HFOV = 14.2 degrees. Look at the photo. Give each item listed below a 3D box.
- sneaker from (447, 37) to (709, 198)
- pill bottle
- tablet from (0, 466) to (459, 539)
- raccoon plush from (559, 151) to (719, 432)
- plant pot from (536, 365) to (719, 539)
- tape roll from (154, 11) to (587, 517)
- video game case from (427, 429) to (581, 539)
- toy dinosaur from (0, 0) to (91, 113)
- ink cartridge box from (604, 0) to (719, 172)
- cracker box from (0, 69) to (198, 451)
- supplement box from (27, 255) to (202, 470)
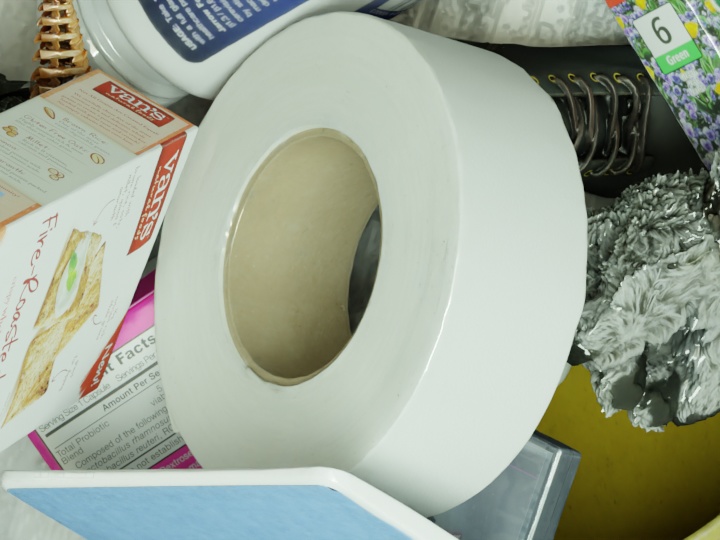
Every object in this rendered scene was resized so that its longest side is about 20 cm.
[{"bbox_3d":[0.107,-0.061,1.282,0.199,0.106,0.075,3,100,-3],"label":"sneaker"},{"bbox_3d":[-0.043,-0.140,1.233,0.200,0.111,0.111,-27,101,34],"label":"pill bottle"},{"bbox_3d":[-0.040,0.107,1.161,0.130,0.199,0.014,36,62,-38],"label":"tablet"},{"bbox_3d":[0.131,-0.022,1.245,0.200,0.134,0.097,-47,125,4],"label":"raccoon plush"},{"bbox_3d":[0.112,0.124,1.289,0.199,0.200,0.142,-19,123,2],"label":"plant pot"},{"bbox_3d":[0.000,0.000,1.174,0.071,0.202,0.203,12,102,-39],"label":"tape roll"},{"bbox_3d":[0.007,0.145,1.206,0.019,0.143,0.201,11,99,-45],"label":"video game case"},{"bbox_3d":[-0.163,-0.058,1.258,0.135,0.102,0.201,19,119,-13],"label":"toy dinosaur"},{"bbox_3d":[0.159,-0.139,1.266,0.109,0.050,0.200,-36,97,-34],"label":"ink cartridge box"},{"bbox_3d":[-0.149,0.010,1.136,0.058,0.200,0.134,29,116,13],"label":"cracker box"},{"bbox_3d":[-0.063,0.098,1.310,0.103,0.101,0.200,-32,99,7],"label":"supplement box"}]
